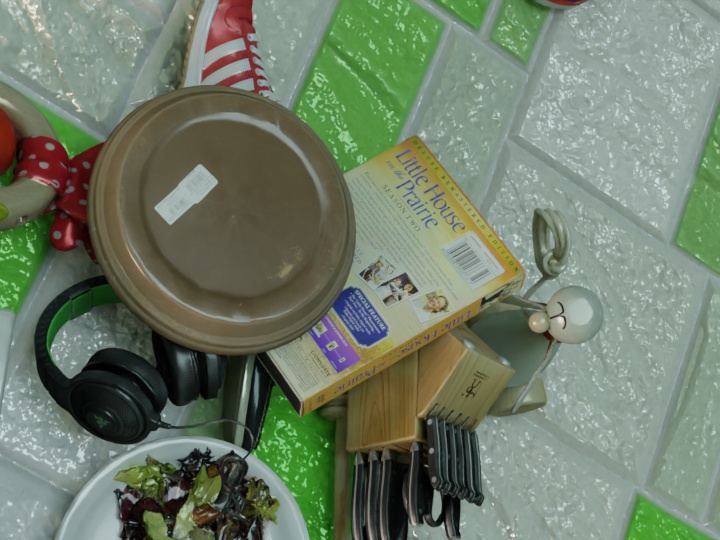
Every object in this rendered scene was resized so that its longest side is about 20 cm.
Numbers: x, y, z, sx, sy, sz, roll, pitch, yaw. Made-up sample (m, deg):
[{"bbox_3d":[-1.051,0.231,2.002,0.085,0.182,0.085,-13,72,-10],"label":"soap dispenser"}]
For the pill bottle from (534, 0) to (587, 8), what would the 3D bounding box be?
[{"bbox_3d":[0.211,-0.303,1.570,0.112,0.200,0.113,7,74,-28],"label":"pill bottle"}]

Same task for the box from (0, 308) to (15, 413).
[{"bbox_3d":[-0.344,0.112,1.188,0.198,0.131,0.201,14,71,-26],"label":"box"}]

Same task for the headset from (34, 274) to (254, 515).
[{"bbox_3d":[-0.146,0.086,1.316,0.123,0.094,0.200,-30,54,-30],"label":"headset"}]

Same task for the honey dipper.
[{"bbox_3d":[-0.015,0.165,1.421,0.038,0.038,0.201,9,75,-28],"label":"honey dipper"}]

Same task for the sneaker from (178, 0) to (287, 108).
[{"bbox_3d":[-0.079,-0.136,1.413,0.112,0.071,0.201,10,77,8],"label":"sneaker"}]

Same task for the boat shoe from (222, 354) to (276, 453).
[{"bbox_3d":[-0.061,0.047,1.402,0.066,0.075,0.200,13,62,-14],"label":"boat shoe"}]

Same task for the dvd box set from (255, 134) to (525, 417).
[{"bbox_3d":[0.000,0.000,1.365,0.199,0.029,0.147,-30,66,-19],"label":"dvd box set"}]

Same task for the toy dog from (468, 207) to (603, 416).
[{"bbox_3d":[0.111,0.054,1.448,0.096,0.200,0.132,-11,58,-17],"label":"toy dog"}]

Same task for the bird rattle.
[{"bbox_3d":[-0.256,-0.076,1.310,0.199,0.113,0.163,-24,74,-35],"label":"bird rattle"}]

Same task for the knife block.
[{"bbox_3d":[0.025,0.112,1.410,0.064,0.200,0.176,27,102,-45],"label":"knife block"}]

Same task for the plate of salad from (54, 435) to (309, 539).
[{"bbox_3d":[-0.123,0.219,1.321,0.199,0.048,0.201,1,88,-23],"label":"plate of salad"}]

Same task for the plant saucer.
[{"bbox_3d":[-0.093,-0.040,1.310,0.199,0.029,0.201,6,72,-19],"label":"plant saucer"}]
